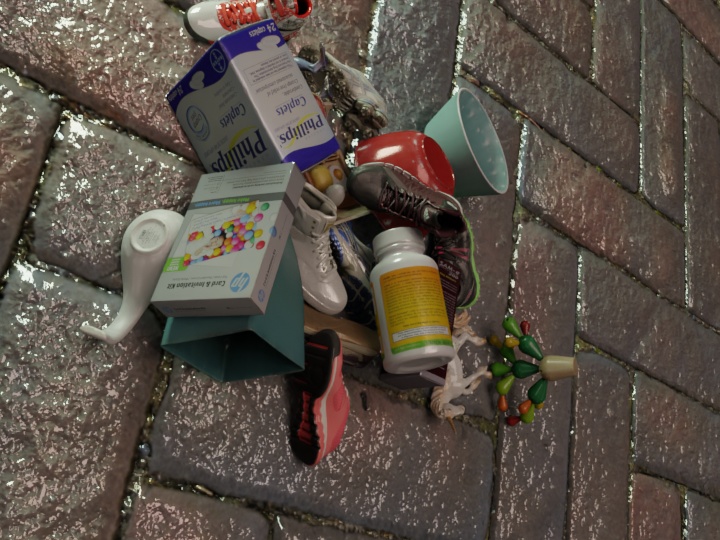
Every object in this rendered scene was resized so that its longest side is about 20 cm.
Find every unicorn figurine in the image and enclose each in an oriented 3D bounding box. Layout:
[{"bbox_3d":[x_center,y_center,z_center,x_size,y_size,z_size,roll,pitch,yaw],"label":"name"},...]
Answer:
[{"bbox_3d":[0.168,0.180,1.251,0.134,0.074,0.205,-9,71,-29],"label":"unicorn figurine"}]

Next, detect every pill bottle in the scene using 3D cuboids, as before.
[{"bbox_3d":[0.073,0.044,1.078,0.109,0.110,0.205,5,67,-36],"label":"pill bottle"}]

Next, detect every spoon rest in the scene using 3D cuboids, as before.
[{"bbox_3d":[-0.290,0.007,0.927,0.097,0.061,0.203,18,64,13],"label":"spoon rest"}]

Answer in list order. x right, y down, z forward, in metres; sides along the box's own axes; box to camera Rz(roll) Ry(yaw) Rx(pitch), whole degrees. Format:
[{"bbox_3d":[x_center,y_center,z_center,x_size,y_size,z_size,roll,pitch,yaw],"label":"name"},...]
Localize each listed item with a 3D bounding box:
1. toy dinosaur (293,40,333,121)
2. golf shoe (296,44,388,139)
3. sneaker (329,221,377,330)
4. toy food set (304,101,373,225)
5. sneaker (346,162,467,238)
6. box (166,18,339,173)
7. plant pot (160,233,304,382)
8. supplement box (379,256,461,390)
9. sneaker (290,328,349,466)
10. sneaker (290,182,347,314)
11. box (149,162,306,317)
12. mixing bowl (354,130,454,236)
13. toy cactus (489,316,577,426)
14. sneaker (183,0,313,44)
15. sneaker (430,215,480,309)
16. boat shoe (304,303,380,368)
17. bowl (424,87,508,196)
[{"bbox_3d":[-0.135,-0.292,1.057,0.202,0.176,0.107,-87,168,-52],"label":"toy dinosaur"},{"bbox_3d":[-0.031,-0.319,1.221,0.199,0.077,0.099,41,39,-28],"label":"golf shoe"},{"bbox_3d":[0.000,0.000,1.153,0.085,0.076,0.203,-36,102,-42],"label":"sneaker"},{"bbox_3d":[-0.050,-0.173,1.136,0.142,0.060,0.204,-22,86,-51],"label":"toy food set"},{"bbox_3d":[0.077,-0.103,1.066,0.195,0.116,0.077,16,105,-13],"label":"sneaker"},{"bbox_3d":[-0.156,-0.211,1.010,0.104,0.182,0.203,-36,101,-38],"label":"box"},{"bbox_3d":[-0.160,0.024,0.962,0.141,0.138,0.205,47,38,-53],"label":"plant pot"},{"bbox_3d":[0.101,0.090,1.188,0.060,0.108,0.205,24,66,-31],"label":"supplement box"},{"bbox_3d":[-0.052,0.182,1.054,0.086,0.073,0.206,-6,109,-51],"label":"sneaker"},{"bbox_3d":[-0.065,-0.035,1.057,0.202,0.115,0.074,54,43,-4],"label":"sneaker"},{"bbox_3d":[-0.163,-0.039,0.893,0.041,0.152,0.204,53,42,-48],"label":"box"},{"bbox_3d":[0.090,-0.157,1.196,0.199,0.107,0.204,39,36,-36],"label":"mixing bowl"},{"bbox_3d":[0.320,0.185,1.311,0.101,0.162,0.206,0,83,-57],"label":"toy cactus"},{"bbox_3d":[-0.167,-0.401,1.096,0.198,0.107,0.069,-10,85,-39],"label":"sneaker"},{"bbox_3d":[0.161,-0.029,1.285,0.083,0.076,0.205,-14,87,-43],"label":"sneaker"},{"bbox_3d":[-0.062,0.102,1.083,0.196,0.066,0.072,20,24,-21],"label":"boat shoe"},{"bbox_3d":[0.184,-0.218,1.308,0.200,0.103,0.205,40,39,-42],"label":"bowl"}]
